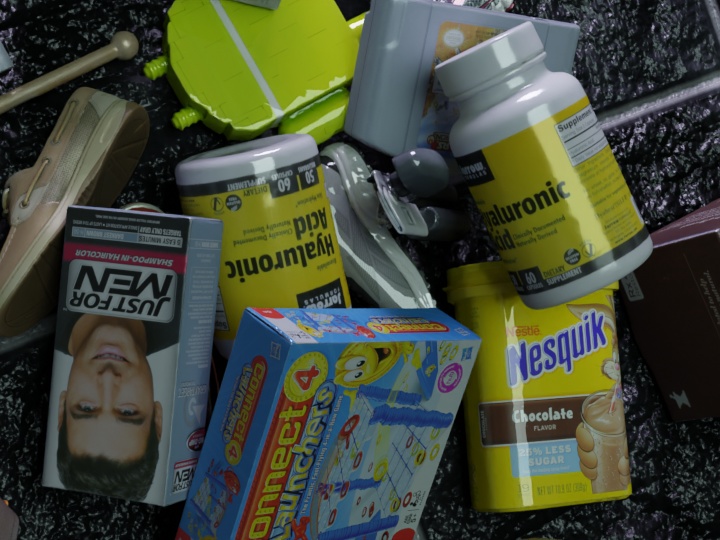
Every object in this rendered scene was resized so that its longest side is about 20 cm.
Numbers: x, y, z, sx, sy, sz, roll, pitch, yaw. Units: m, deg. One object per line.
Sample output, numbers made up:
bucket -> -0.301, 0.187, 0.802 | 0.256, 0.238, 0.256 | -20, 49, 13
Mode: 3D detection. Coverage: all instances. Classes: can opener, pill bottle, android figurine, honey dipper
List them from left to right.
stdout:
honey dipper -> -0.249, -0.134, 1.172 | 0.200, 0.038, 0.038 | -34, 97, -31
android figurine -> -0.075, -0.181, 1.249 | 0.199, 0.041, 0.183 | -32, 88, -17
pill bottle -> -0.067, 0.005, 1.189 | 0.111, 0.111, 0.201 | -18, 103, -28
can opener -> 0.054, -0.053, 1.233 | 0.066, 0.200, 0.053 | -26, 81, 12
pill bottle -> 0.136, -0.082, 1.205 | 0.111, 0.111, 0.201 | -29, 97, -28

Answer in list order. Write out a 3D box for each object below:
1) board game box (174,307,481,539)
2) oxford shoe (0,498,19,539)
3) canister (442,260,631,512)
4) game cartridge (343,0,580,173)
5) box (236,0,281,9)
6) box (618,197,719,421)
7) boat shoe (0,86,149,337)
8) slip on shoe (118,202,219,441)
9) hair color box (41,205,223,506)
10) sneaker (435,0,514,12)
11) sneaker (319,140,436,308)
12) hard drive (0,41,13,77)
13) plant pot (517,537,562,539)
board game box -> -0.023, 0.128, 1.147 | 0.195, 0.056, 0.201 | 1, 113, -45
oxford shoe -> -0.285, 0.164, 1.093 | 0.073, 0.071, 0.201 | -16, 94, -48
canister -> 0.152, 0.094, 1.310 | 0.148, 0.086, 0.202 | -2, 84, -27
game cartridge -> 0.085, -0.146, 1.272 | 0.199, 0.041, 0.134 | 2, 101, -32
box -> -0.141, -0.293, 1.187 | 0.198, 0.097, 0.125 | 11, 74, -10
box -> 0.362, 0.015, 1.385 | 0.199, 0.164, 0.167 | -26, 94, -28
boat shoe -> -0.228, -0.044, 1.154 | 0.064, 0.071, 0.201 | 22, 68, 15
slip on shoe -> -0.144, 0.045, 1.179 | 0.074, 0.061, 0.202 | -10, 85, -26
hair color box -> -0.162, 0.059, 1.119 | 0.098, 0.061, 0.202 | 6, 92, 18
sneaker -> 0.083, -0.228, 1.330 | 0.075, 0.081, 0.201 | 39, 67, -13
sneaker -> 0.000, 0.000, 1.261 | 0.079, 0.074, 0.201 | -28, 89, -19
hard drive -> -0.359, -0.204, 1.125 | 0.139, 0.033, 0.201 | -32, 96, -28
plant pot -> 0.143, 0.322, 1.217 | 0.200, 0.200, 0.190 | 35, 52, -18
